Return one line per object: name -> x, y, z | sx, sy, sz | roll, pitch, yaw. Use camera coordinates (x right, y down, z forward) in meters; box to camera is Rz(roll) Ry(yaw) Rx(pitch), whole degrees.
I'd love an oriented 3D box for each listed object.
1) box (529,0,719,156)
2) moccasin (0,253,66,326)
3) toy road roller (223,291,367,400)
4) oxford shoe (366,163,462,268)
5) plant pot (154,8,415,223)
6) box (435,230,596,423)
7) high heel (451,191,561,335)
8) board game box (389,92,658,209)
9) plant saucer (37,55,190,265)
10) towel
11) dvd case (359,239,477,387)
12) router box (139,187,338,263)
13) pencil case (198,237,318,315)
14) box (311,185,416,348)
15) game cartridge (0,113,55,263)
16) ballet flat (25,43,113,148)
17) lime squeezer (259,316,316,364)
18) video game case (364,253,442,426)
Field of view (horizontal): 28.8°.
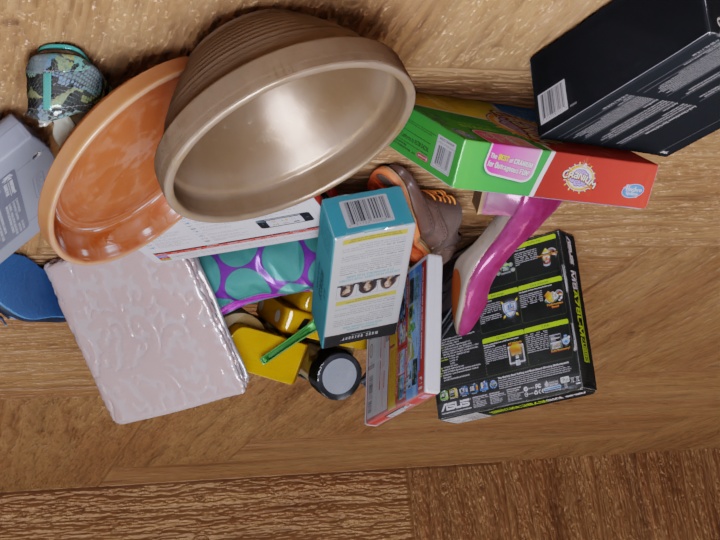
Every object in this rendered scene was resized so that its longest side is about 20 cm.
box -> 0.249, -0.164, 1.096 | 0.141, 0.079, 0.200 | 7, 159, -30
moccasin -> -0.377, 0.031, 1.543 | 0.068, 0.081, 0.200 | -7, 164, 19
toy road roller -> -0.082, 0.053, 1.611 | 0.200, 0.146, 0.123 | 15, -175, -25
oxford shoe -> 0.060, -0.064, 1.432 | 0.073, 0.071, 0.200 | -43, 155, -8
plant pot -> -0.068, -0.126, 1.036 | 0.201, 0.093, 0.201 | -23, 159, -9
box -> 0.173, 0.070, 1.674 | 0.200, 0.193, 0.048 | -17, 159, 32
high heel -> 0.153, -0.014, 1.461 | 0.096, 0.200, 0.067 | 5, -153, -10
board game box -> 0.125, -0.103, 1.176 | 0.200, 0.040, 0.153 | 4, -159, -32
plant saucer -> -0.174, -0.089, 1.111 | 0.200, 0.032, 0.200 | -41, 160, -18
towel -> -0.231, 0.060, 1.516 | 0.191, 0.200, 0.032 | -16, -168, 28
dvd case -> 0.085, 0.040, 1.597 | 0.016, 0.200, 0.149 | 42, 149, -10
router box -> -0.135, -0.067, 1.343 | 0.200, 0.049, 0.180 | -9, 164, 9
pencil case -> -0.099, -0.002, 1.506 | 0.200, 0.092, 0.085 | -12, 166, 23
box -> 0.000, 0.000, 1.388 | 0.082, 0.049, 0.200 | -11, 148, -13
game cartridge -> -0.320, -0.057, 1.203 | 0.133, 0.040, 0.200 | -39, 170, -19
ballet flat -> -0.215, -0.112, 1.122 | 0.074, 0.074, 0.200 | -10, 163, 12
lime squeezer -> -0.023, 0.036, 1.527 | 0.200, 0.038, 0.071 | -34, 163, 17
video game case -> 0.043, 0.077, 1.473 | 0.017, 0.143, 0.200 | 7, 163, -16
